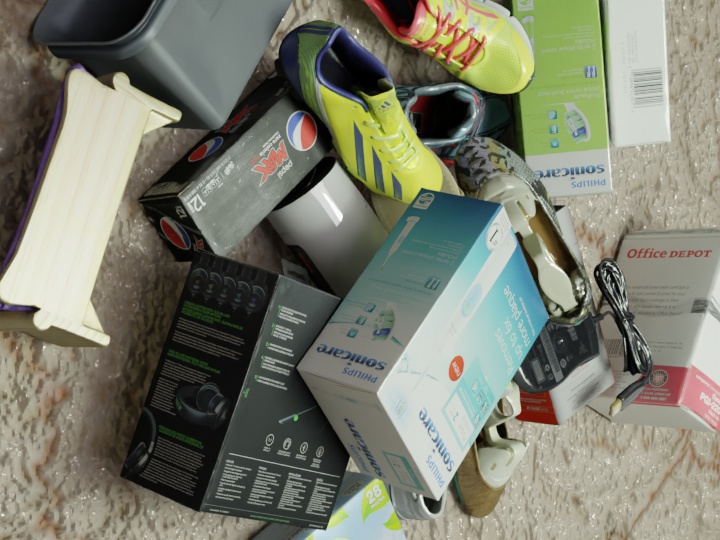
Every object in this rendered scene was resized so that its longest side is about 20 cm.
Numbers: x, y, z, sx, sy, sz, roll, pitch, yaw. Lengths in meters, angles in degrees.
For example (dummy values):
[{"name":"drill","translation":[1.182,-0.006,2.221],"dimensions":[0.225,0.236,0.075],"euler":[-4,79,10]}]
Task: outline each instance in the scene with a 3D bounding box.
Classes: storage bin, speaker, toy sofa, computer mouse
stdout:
[{"name":"storage bin","translation":[-0.130,-0.212,1.108],"dimensions":[0.134,0.145,0.201],"euler":[47,60,-43]},{"name":"speaker","translation":[0.000,0.000,1.239],"dimensions":[0.081,0.081,0.200],"euler":[-48,113,-31]},{"name":"toy sofa","translation":[-0.218,-0.048,1.055],"dimensions":[0.097,0.083,0.201],"euler":[24,74,-34]},{"name":"computer mouse","translation":[0.208,0.087,1.384],"dimensions":[0.200,0.046,0.141],"euler":[-32,102,-40]}]

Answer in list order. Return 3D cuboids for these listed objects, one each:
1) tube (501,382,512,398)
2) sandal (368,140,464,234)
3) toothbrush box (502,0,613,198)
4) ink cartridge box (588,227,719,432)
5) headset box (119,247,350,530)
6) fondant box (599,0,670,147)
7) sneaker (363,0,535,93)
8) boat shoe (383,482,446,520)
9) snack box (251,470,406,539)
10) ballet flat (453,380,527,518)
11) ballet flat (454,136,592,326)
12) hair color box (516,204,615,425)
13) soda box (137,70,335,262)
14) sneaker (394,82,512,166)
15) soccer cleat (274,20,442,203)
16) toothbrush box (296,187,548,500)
[{"name":"tube","translation":[0.089,0.026,1.330],"dimensions":[0.052,0.058,0.201],"euler":[-17,73,0]},{"name":"sandal","translation":[0.072,-0.036,1.296],"dimensions":[0.077,0.070,0.212],"euler":[-36,103,3]},{"name":"toothbrush box","translation":[0.189,-0.174,1.376],"dimensions":[0.146,0.086,0.201],"euler":[-57,143,-84]},{"name":"ink cartridge box","translation":[0.330,0.062,1.510],"dimensions":[0.085,0.145,0.201],"euler":[32,69,-36]},{"name":"headset box","translation":[-0.076,0.092,1.131],"dimensions":[0.174,0.092,0.201],"euler":[22,85,-55]},{"name":"fondant box","translation":[0.258,-0.212,1.413],"dimensions":[0.058,0.200,0.145],"euler":[-6,105,0]},{"name":"sneaker","translation":[0.068,-0.219,1.273],"dimensions":[0.200,0.078,0.090],"euler":[35,31,-4]},{"name":"boat shoe","translation":[0.062,0.132,1.318],"dimensions":[0.073,0.065,0.201],"euler":[4,85,-42]},{"name":"snack box","translation":[-0.021,0.305,1.243],"dimensions":[0.168,0.067,0.201],"euler":[-36,112,-36]},{"name":"ballet flat","translation":[0.126,0.146,1.374],"dimensions":[0.068,0.072,0.201],"euler":[-10,97,-45]},{"name":"ballet flat","translation":[0.153,-0.033,1.291],"dimensions":[0.072,0.072,0.201],"euler":[-39,101,-35]},{"name":"hair color box","translation":[0.185,0.044,1.436],"dimensions":[0.101,0.061,0.201],"euler":[-29,110,-38]},{"name":"soda box","translation":[-0.090,-0.094,1.184],"dimensions":[0.200,0.063,0.071],"euler":[-48,120,-31]},{"name":"sneaker","translation":[0.083,-0.136,1.320],"dimensions":[0.199,0.095,0.080],"euler":[-9,96,-42]},{"name":"soccer cleat","translation":[0.011,-0.125,1.173],"dimensions":[0.200,0.083,0.065],"euler":[47,61,-29]},{"name":"toothbrush box","translation":[0.056,0.058,1.146],"dimensions":[0.200,0.085,0.147],"euler":[-53,138,-27]}]
